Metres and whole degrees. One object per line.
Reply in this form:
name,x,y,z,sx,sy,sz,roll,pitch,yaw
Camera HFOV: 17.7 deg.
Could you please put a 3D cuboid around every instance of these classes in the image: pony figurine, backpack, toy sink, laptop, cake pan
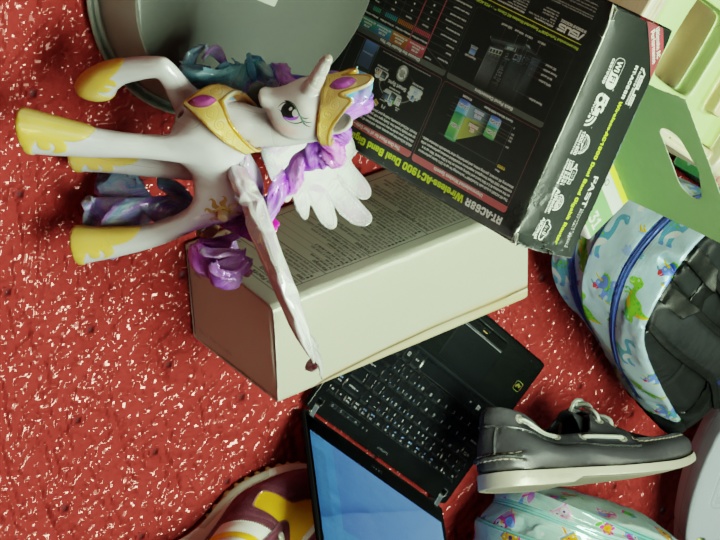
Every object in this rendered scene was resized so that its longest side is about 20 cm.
pony figurine,-0.075,-0.050,1.327,0.193,0.199,0.167,72,19,-48
backpack,0.222,0.012,1.641,0.163,0.154,0.200,-49,163,3
toy sink,0.216,-0.151,1.560,0.200,0.112,0.131,29,94,-45
laptop,0.052,0.126,1.583,0.200,0.103,0.177,-53,135,-3
backpack,0.161,0.228,1.707,0.200,0.167,0.127,20,80,-40
cake pan,-0.068,-0.180,1.367,0.200,0.037,0.201,-19,124,-31

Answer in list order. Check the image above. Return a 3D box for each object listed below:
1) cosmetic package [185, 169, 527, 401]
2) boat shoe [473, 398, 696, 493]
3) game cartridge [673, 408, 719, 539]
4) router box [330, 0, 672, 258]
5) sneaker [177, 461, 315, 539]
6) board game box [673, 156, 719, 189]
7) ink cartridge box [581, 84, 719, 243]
cosmetic package,0.000,0.000,1.474,0.200,0.103,0.073,-22,126,-28
boat shoe,0.162,0.120,1.644,0.199,0.073,0.063,-2,79,-38
game cartridge,0.316,0.156,1.781,0.133,0.041,0.201,2,123,-19
router box,0.074,-0.116,1.401,0.062,0.200,0.150,14,104,-47
sneaker,-0.083,0.204,1.524,0.200,0.090,0.075,-32,129,-22
board game box,0.317,-0.137,1.695,0.200,0.029,0.134,-59,144,2
ink cartridge box,0.140,-0.080,1.473,0.048,0.200,0.146,-42,135,-14
